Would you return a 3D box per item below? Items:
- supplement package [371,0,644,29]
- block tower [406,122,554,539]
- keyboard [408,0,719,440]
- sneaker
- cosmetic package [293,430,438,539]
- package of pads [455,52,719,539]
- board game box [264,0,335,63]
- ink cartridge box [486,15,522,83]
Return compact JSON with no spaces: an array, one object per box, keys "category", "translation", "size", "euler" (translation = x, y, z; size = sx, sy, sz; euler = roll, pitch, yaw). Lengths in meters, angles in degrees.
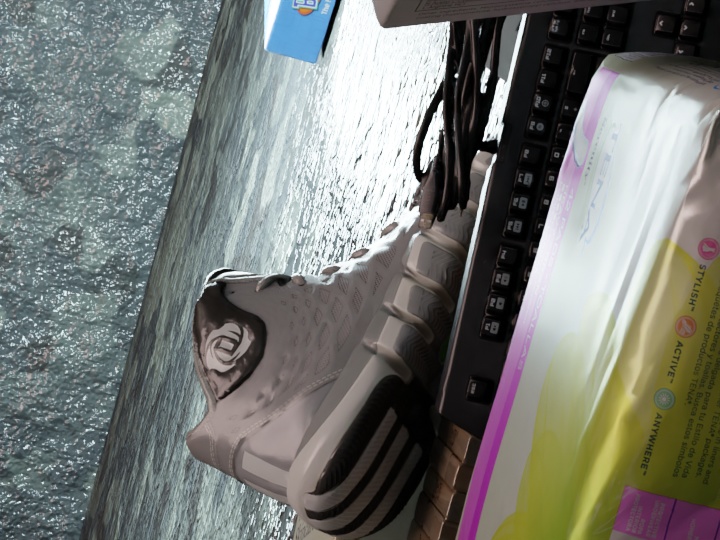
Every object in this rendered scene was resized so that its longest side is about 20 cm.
[{"category":"supplement package","translation":[0.081,-0.182,0.645],"size":[0.200,0.151,0.152],"euler":[124,135,-64]},{"category":"block tower","translation":[0.059,0.050,0.849],"size":[0.058,0.054,0.200],"euler":[-141,67,-79]},{"category":"keyboard","translation":[0.064,-0.039,0.791],"size":[0.040,0.104,0.200],"euler":[33,-111,-74]},{"category":"sneaker","translation":[0.000,0.000,0.912],"size":[0.200,0.115,0.075],"euler":[-54,-40,-26]},{"category":"cosmetic package","translation":[0.015,0.109,0.967],"size":[0.104,0.073,0.200],"euler":[128,154,-68]},{"category":"package of pads","translation":[0.083,0.042,0.678],"size":[0.155,0.068,0.200],"euler":[-126,50,-78]},{"category":"board game box","translation":[-0.035,-0.270,1.882],"size":[0.200,0.045,0.152],"euler":[-93,20,-63]},{"category":"ink cartridge box","translation":[0.087,-0.154,1.053],"size":[0.200,0.037,0.095],"euler":[112,168,-50]}]
